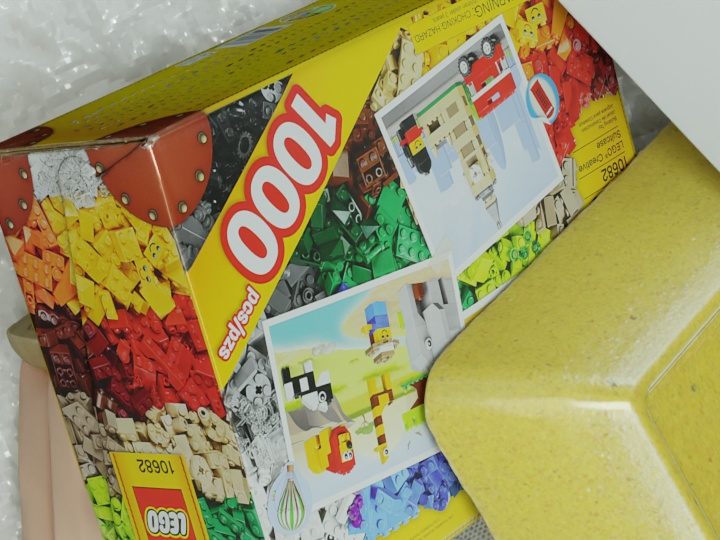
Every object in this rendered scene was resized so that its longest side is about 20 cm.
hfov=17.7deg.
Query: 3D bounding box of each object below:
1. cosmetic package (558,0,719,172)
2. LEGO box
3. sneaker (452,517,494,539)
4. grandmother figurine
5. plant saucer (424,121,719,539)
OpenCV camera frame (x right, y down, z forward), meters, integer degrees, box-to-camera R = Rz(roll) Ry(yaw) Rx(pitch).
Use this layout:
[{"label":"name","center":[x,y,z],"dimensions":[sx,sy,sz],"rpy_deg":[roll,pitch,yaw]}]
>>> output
[{"label":"cosmetic package","center":[0.157,-0.040,0.701],"dimensions":[0.200,0.083,0.051],"rpy_deg":[47,139,2]},{"label":"LEGO box","center":[0.000,0.000,0.698],"dimensions":[0.077,0.200,0.150],"rpy_deg":[-2,110,43]},{"label":"sneaker","center":[0.044,0.147,0.792],"dimensions":[0.081,0.088,0.201],"rpy_deg":[23,103,-6]},{"label":"grandmother figurine","center":[-0.091,0.116,0.801],"dimensions":[0.120,0.061,0.202],"rpy_deg":[1,102,9]},{"label":"plant saucer","center":[0.132,0.061,0.721],"dimensions":[0.048,0.200,0.201],"rpy_deg":[-15,111,47]}]
